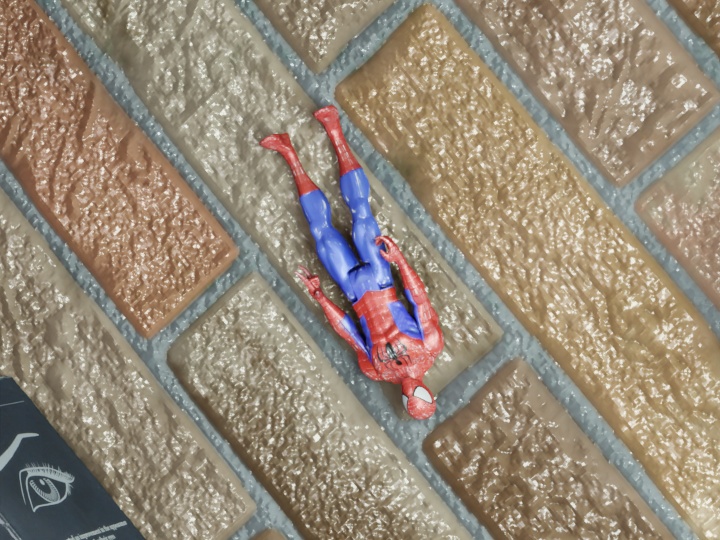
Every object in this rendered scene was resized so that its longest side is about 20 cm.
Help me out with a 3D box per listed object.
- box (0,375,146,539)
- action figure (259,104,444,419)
[{"bbox_3d":[-0.226,0.177,1.623,0.104,0.148,0.200,-45,77,16],"label":"box"},{"bbox_3d":[0.000,0.000,1.592,0.065,0.052,0.201,-26,86,14],"label":"action figure"}]
